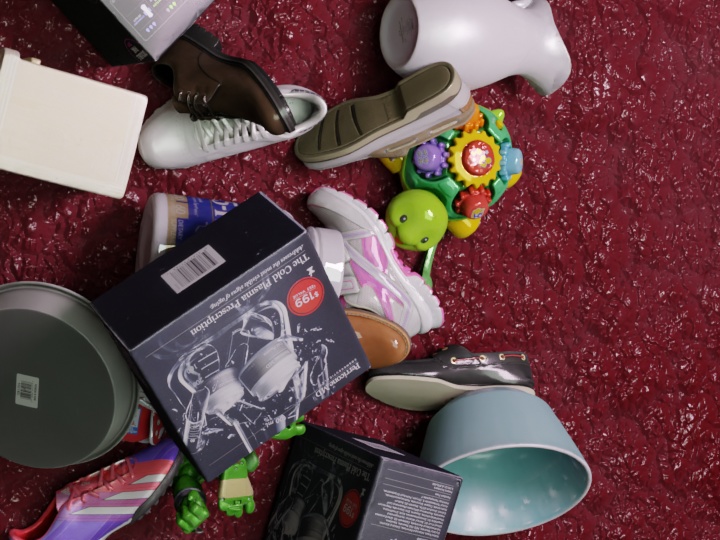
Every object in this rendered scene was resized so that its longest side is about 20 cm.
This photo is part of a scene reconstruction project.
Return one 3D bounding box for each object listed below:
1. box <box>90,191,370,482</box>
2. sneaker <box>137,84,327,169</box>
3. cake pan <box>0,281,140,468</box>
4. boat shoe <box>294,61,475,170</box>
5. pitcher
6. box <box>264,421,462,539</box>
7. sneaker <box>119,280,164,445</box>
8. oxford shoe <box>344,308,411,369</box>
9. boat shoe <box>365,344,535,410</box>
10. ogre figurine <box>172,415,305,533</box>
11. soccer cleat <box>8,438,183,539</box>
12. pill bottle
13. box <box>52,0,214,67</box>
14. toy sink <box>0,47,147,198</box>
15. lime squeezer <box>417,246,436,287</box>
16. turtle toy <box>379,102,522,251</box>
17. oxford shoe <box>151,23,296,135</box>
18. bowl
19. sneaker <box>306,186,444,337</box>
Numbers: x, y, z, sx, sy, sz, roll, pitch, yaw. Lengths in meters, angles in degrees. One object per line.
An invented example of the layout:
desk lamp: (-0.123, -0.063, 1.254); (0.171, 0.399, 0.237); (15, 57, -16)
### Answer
box: (-0.120, 0.063, 1.544); (0.200, 0.104, 0.182); (-35, 128, -12)
sneaker: (-0.133, -0.153, 1.679); (0.200, 0.080, 0.077); (-19, 105, -20)
cake pan: (-0.315, 0.109, 1.583); (0.200, 0.037, 0.201); (5, 113, 11)
boat shoe: (0.027, -0.148, 1.721); (0.068, 0.200, 0.075); (47, 31, -44)
pitcher: (0.120, -0.278, 1.774); (0.199, 0.121, 0.172); (-1, 72, -32)
box: (-0.006, 0.273, 1.710); (0.104, 0.200, 0.183); (17, 88, -27)
sneaker: (-0.219, 0.100, 1.610); (0.113, 0.071, 0.200); (-61, 158, -27)
oxford shoe: (-0.047, 0.082, 1.702); (0.199, 0.071, 0.072); (3, 117, 5)
boat shoe: (0.100, 0.120, 1.829); (0.201, 0.074, 0.063); (3, 62, -17)
ogre figurine: (-0.133, 0.177, 1.693); (0.098, 0.120, 0.200); (26, 86, -29)
soccer cleat: (-0.267, 0.234, 1.654); (0.200, 0.068, 0.073); (-42, 111, 0)
pill bottle: (-0.124, -0.009, 1.660); (0.199, 0.120, 0.120); (7, 93, -16)
box: (-0.246, -0.312, 1.570); (0.124, 0.148, 0.200); (-48, 113, -14)
toy sink: (-0.325, -0.149, 1.563); (0.199, 0.130, 0.112); (14, 90, -25)
lime squeezer: (0.036, 0.013, 1.799); (0.200, 0.038, 0.071); (-32, 108, -18)
turtle toy: (0.097, -0.103, 1.771); (0.146, 0.101, 0.200); (43, 77, -15)
oxford shoe: (-0.138, -0.172, 1.618); (0.084, 0.200, 0.073); (-42, 136, -16)
bowl: (0.149, 0.203, 1.807); (0.200, 0.201, 0.105); (12, 50, -25)
sneaker: (0.000, 0.000, 1.738); (0.088, 0.081, 0.200); (-37, 87, -13)
